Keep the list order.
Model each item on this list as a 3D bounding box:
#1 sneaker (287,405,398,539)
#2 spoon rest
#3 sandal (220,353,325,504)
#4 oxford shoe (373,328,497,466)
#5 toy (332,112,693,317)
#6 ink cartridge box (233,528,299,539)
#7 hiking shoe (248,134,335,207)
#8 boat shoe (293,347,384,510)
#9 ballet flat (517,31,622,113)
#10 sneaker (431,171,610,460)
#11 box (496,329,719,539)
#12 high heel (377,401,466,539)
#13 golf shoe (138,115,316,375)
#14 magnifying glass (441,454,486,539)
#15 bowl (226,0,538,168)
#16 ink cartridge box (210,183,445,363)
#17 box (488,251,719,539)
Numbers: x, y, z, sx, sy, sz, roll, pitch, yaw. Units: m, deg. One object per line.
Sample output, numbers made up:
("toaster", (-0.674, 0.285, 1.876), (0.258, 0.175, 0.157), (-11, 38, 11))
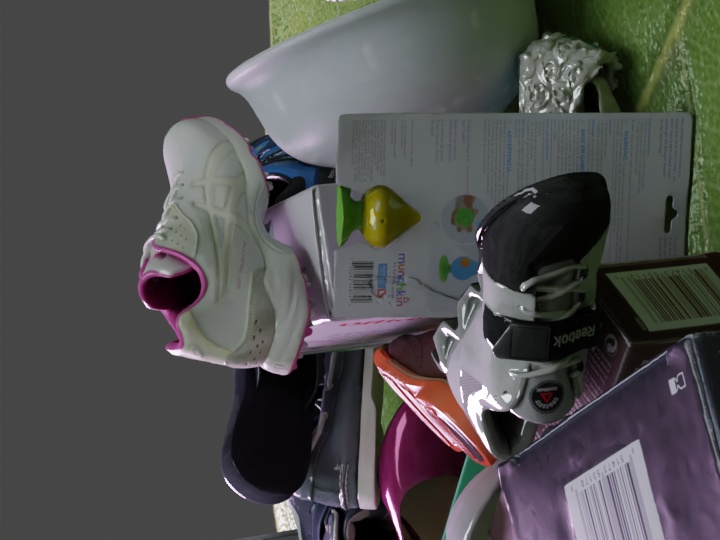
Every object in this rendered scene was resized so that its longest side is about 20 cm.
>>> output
("sneaker", (-0.016, 0.141, 1.769), (0.146, 0.076, 0.203), (133, 118, -72))
("spoon rest", (0.094, 0.180, 1.539), (0.060, 0.099, 0.200), (30, 154, 25))
("sandal", (-0.052, 0.059, 1.676), (0.043, 0.076, 0.201), (-48, 36, 47))
("oxford shoe", (0.064, 0.062, 1.505), (0.071, 0.073, 0.200), (46, 175, -17))
("toy", (0.081, -0.035, 1.420), (0.047, 0.199, 0.116), (-126, 36, -71))
("ink cartridge box", (-0.070, 0.297, 1.854), (0.085, 0.144, 0.201), (148, 113, -63))
("hiking shoe", (-0.059, -0.062, 1.820), (0.200, 0.086, 0.075), (16, 109, 62))
("boat shoe", (-0.016, 0.071, 1.724), (0.073, 0.061, 0.201), (80, -171, -54))
("ballet flat", (0.126, -0.037, 1.470), (0.072, 0.071, 0.202), (13, 109, 63))
("sneaker", (0.095, 0.028, 1.313), (0.200, 0.074, 0.089), (106, 148, -56))
("box", (0.201, 0.105, 1.178), (0.197, 0.199, 0.118), (137, 124, -60))
("high heel", (0.059, 0.182, 1.647), (0.096, 0.067, 0.201), (-127, 24, -63))
("golf shoe", (-0.094, -0.021, 1.503), (0.201, 0.091, 0.076), (-116, 33, -42))
("magnifying glass", (0.072, 0.119, 1.568), (0.080, 0.022, 0.201), (-66, -7, -66))
("bowl", (0.027, -0.108, 1.522), (0.201, 0.200, 0.091), (-21, 89, 64))
("ink cartridge box", (0.000, 0.000, 1.578), (0.200, 0.144, 0.085), (-21, 76, 64))
("box", (0.148, 0.090, 1.405), (0.075, 0.100, 0.201), (56, 142, 45))
